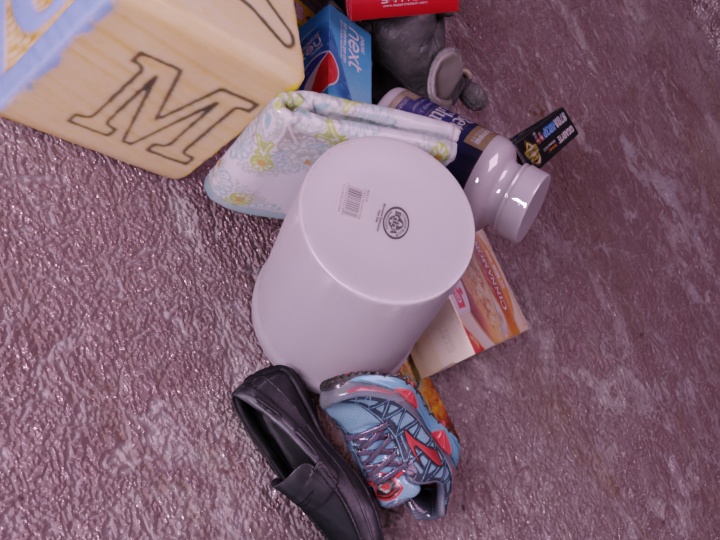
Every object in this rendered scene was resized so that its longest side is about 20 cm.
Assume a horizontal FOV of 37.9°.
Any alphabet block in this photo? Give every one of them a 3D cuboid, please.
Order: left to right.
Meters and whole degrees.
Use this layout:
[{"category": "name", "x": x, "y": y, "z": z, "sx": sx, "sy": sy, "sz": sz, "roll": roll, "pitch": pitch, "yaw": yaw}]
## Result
[{"category": "alphabet block", "x": -0.189, "y": -0.227, "z": 0.920, "sx": 0.198, "sy": 0.195, "sz": 0.199, "roll": 19, "pitch": 54, "yaw": -43}]

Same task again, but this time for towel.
[{"category": "towel", "x": -0.027, "y": -0.101, "z": 0.980, "sx": 0.197, "sy": 0.171, "sz": 0.049, "roll": 6, "pitch": 63, "yaw": -29}]

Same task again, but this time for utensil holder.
[{"category": "utensil holder", "x": 0.000, "y": 0.000, "z": 0.949, "sx": 0.167, "sy": 0.200, "sz": 0.173, "roll": 7, "pitch": 63, "yaw": -14}]

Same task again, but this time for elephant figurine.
[{"category": "elephant figurine", "x": 0.082, "y": -0.253, "z": 1.325, "sx": 0.142, "sy": 0.153, "sz": 0.202, "roll": -113, "pitch": -179, "yaw": -63}]

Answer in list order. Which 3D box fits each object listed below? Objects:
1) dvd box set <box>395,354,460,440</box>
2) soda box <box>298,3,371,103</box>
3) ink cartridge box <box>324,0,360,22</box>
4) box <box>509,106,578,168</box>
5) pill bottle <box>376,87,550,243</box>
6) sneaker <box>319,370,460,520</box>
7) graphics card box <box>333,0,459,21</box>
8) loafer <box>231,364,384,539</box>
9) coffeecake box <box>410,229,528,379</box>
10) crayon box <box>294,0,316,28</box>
[{"category": "dvd box set", "x": 0.019, "y": 0.117, "z": 1.090, "sx": 0.146, "sy": 0.029, "sz": 0.202, "roll": -23, "pitch": 86, "yaw": -55}, {"category": "soda box", "x": -0.032, "y": -0.180, "z": 1.113, "sx": 0.067, "sy": 0.064, "sz": 0.203, "roll": 30, "pitch": 45, "yaw": -36}, {"category": "ink cartridge box", "x": -0.014, "y": -0.414, "z": 1.312, "sx": 0.198, "sy": 0.145, "sz": 0.085, "roll": 19, "pitch": 51, "yaw": -43}, {"category": "box", "x": 0.181, "y": -0.132, "z": 1.354, "sx": 0.046, "sy": 0.158, "sz": 0.200, "roll": 56, "pitch": 35, "yaw": -4}, {"category": "pill bottle", "x": 0.103, "y": -0.111, "z": 1.151, "sx": 0.198, "sy": 0.112, "sz": 0.111, "roll": 28, "pitch": 32, "yaw": 16}, {"category": "sneaker", "x": 0.032, "y": 0.166, "z": 0.965, "sx": 0.200, "sy": 0.078, "sz": 0.097, "roll": 42, "pitch": 41, "yaw": -37}, {"category": "graphics card box", "x": 0.029, "y": -0.330, "z": 1.192, "sx": 0.201, "sy": 0.123, "sz": 0.052, "roll": -115, "pitch": -161, "yaw": -62}, {"category": "loafer", "x": -0.049, "y": 0.181, "z": 0.932, "sx": 0.070, "sy": 0.068, "sz": 0.202, "roll": -26, "pitch": 82, "yaw": -47}, {"category": "coffeecake box", "x": 0.103, "y": 0.024, "z": 1.195, "sx": 0.199, "sy": 0.072, "sz": 0.156, "roll": -11, "pitch": 76, "yaw": -64}, {"category": "crayon box", "x": -0.062, "y": -0.202, "z": 1.187, "sx": 0.125, "sy": 0.051, "sz": 0.203, "roll": 33, "pitch": 45, "yaw": -35}]
